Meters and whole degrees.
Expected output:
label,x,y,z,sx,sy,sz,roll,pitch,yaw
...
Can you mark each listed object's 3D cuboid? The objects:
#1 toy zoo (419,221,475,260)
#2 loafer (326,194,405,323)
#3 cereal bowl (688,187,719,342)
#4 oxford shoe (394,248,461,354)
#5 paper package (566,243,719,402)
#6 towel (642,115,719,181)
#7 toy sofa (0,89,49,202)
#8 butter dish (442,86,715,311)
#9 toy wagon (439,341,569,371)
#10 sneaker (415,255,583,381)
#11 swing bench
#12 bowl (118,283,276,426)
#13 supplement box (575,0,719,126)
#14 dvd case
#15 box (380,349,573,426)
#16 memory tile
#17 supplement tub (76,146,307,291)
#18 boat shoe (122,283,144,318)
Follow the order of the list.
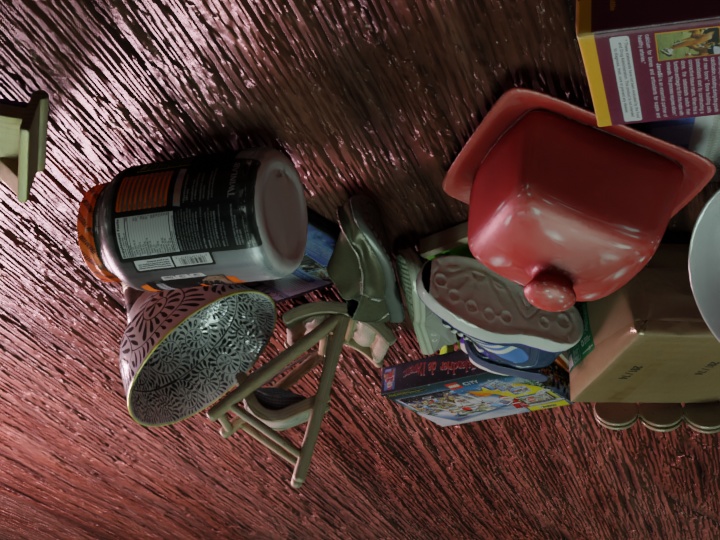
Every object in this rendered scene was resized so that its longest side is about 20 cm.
label,x,y,z,sx,sy,sz,roll,pitch,yaw
toy zoo,0.175,-0.004,1.221,0.130,0.021,0.199,-19,145,39
loafer,0.000,0.000,1.175,0.069,0.076,0.201,-14,144,2
cereal bowl,0.387,-0.004,0.977,0.083,0.202,0.199,-25,177,-40
oxford shoe,0.077,0.031,1.262,0.057,0.076,0.201,-17,150,3
paper package,0.326,0.058,1.202,0.188,0.105,0.200,2,155,-10
towel,0.337,-0.116,0.962,0.197,0.024,0.147,2,153,8
toy sofa,-0.379,-0.134,1.017,0.197,0.098,0.083,9,129,-8
butter dish,0.174,-0.035,0.993,0.197,0.149,0.200,19,153,-8
toy wagon,0.190,0.100,1.407,0.153,0.040,0.200,11,153,-11
sneaker,0.121,0.060,1.218,0.198,0.081,0.146,18,152,-20
swing bench,-0.065,0.132,1.335,0.129,0.201,0.199,33,167,5
bowl,-0.198,0.069,1.278,0.094,0.200,0.202,45,158,24
supplement box,0.255,-0.173,0.791,0.197,0.087,0.111,-4,152,18
dvd case,-0.092,-0.011,1.261,0.199,0.018,0.142,-18,146,38
box,0.143,0.141,1.409,0.198,0.038,0.136,-16,146,36
memory tile,0.369,0.131,1.321,0.197,0.154,0.017,1,127,11
supplement tub,-0.159,-0.045,1.087,0.198,0.124,0.123,-5,152,22
boat shoe,-0.234,0.070,1.397,0.072,0.066,0.200,-5,151,23
